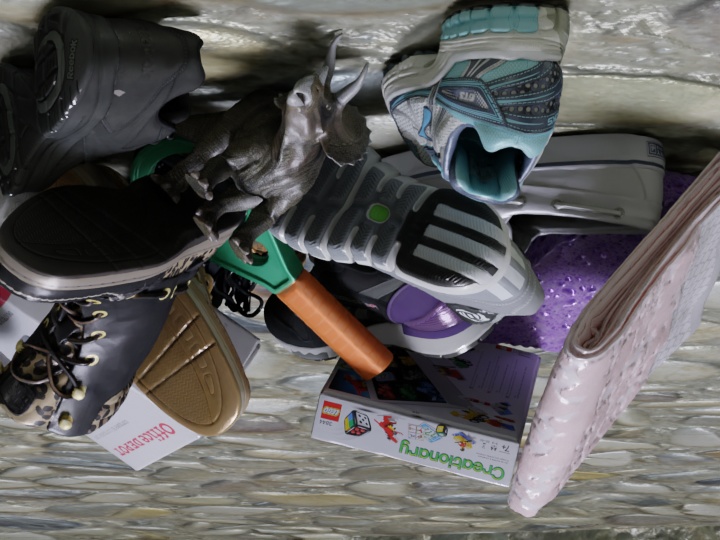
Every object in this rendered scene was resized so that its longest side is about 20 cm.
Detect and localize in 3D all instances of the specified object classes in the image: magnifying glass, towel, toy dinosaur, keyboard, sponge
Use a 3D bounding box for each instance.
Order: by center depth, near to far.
[{"bbox_3d":[-0.054,-0.065,1.349,0.102,0.077,0.200,-39,-166,-14],"label":"toy dinosaur"},{"bbox_3d":[-0.057,-0.009,1.478,0.200,0.022,0.080,46,129,-14],"label":"magnifying glass"},{"bbox_3d":[0.164,0.041,1.491,0.032,0.191,0.200,35,150,15],"label":"towel"},{"bbox_3d":[-0.109,-0.009,1.561,0.104,0.040,0.200,25,158,2],"label":"keyboard"},{"bbox_3d":[0.149,-0.004,1.597,0.112,0.030,0.200,9,147,-33],"label":"sponge"}]

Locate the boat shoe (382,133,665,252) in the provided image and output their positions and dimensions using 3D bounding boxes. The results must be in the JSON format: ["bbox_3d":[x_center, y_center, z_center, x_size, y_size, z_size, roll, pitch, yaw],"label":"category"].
[{"bbox_3d":[0.086,-0.041,1.485,0.200,0.065,0.074,-6,166,27],"label":"boat shoe"}]

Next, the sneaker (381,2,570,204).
[{"bbox_3d":[0.055,-0.074,1.289,0.078,0.086,0.200,2,168,-8],"label":"sneaker"}]

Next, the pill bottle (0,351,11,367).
[{"bbox_3d":[-0.317,0.034,1.527,0.200,0.114,0.114,40,165,1],"label":"pill bottle"}]

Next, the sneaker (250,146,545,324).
[{"bbox_3d":[0.024,-0.016,1.407,0.200,0.075,0.115,29,175,39],"label":"sneaker"}]

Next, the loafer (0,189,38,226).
[{"bbox_3d":[-0.231,-0.029,1.466,0.070,0.070,0.200,36,171,-25],"label":"loafer"}]

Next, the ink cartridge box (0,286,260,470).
[{"bbox_3d":[-0.185,0.034,1.609,0.200,0.086,0.148,37,156,-10],"label":"ink cartridge box"}]

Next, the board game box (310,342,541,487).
[{"bbox_3d":[0.046,0.080,1.583,0.126,0.035,0.200,14,-165,5],"label":"board game box"}]

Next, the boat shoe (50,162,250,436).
[{"bbox_3d":[-0.124,0.010,1.503,0.074,0.200,0.069,-42,168,31],"label":"boat shoe"}]

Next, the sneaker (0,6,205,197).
[{"bbox_3d":[-0.141,-0.084,1.304,0.091,0.076,0.200,-1,172,-23],"label":"sneaker"}]

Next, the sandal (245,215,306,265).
[{"bbox_3d":[-0.069,-0.016,1.632,0.080,0.054,0.200,1,167,0],"label":"sandal"}]

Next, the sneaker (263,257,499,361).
[{"bbox_3d":[0.000,0.000,1.530,0.200,0.076,0.088,-5,130,49],"label":"sneaker"}]

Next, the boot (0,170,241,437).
[{"bbox_3d":[-0.158,0.025,1.373,0.073,0.151,0.200,38,-155,13],"label":"boot"}]

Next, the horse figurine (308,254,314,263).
[{"bbox_3d":[0.054,-0.010,1.653,0.200,0.050,0.133,5,162,-12],"label":"horse figurine"}]
